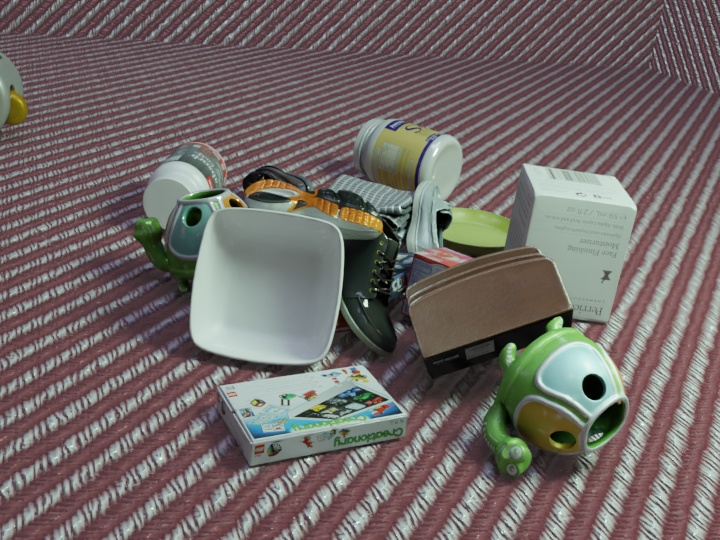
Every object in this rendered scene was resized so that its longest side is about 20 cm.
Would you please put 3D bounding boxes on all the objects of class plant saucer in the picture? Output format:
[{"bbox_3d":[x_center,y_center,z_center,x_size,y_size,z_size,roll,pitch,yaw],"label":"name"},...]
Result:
[{"bbox_3d":[0.210,-0.070,1.709,0.197,0.031,0.200,5,24,-2],"label":"plant saucer"}]

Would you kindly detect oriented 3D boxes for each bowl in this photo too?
[{"bbox_3d":[-0.122,0.025,1.231,0.197,0.202,0.075,8,-7,4],"label":"bowl"}]

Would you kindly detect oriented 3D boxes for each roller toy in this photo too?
[{"bbox_3d":[-0.818,-0.374,1.918,0.181,0.201,0.140,-28,22,8],"label":"roller toy"}]

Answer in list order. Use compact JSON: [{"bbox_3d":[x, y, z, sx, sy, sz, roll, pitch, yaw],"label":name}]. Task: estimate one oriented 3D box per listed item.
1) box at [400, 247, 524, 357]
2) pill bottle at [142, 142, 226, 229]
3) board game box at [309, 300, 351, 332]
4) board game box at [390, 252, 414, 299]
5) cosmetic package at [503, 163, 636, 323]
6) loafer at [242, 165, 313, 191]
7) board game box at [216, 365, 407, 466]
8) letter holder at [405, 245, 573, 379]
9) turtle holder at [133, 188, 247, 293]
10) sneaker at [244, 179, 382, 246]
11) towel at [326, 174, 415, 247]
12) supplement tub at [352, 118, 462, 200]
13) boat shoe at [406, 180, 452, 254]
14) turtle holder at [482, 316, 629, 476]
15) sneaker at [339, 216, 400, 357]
[{"bbox_3d":[0.171,0.045,1.339,0.199,0.101,0.095,22,19,32],"label":"box"},{"bbox_3d":[-0.316,-0.150,1.634,0.114,0.117,0.200,8,24,2],"label":"pill bottle"},{"bbox_3d":[-0.067,0.004,1.334,0.102,0.019,0.201,-2,53,-49],"label":"board game box"},{"bbox_3d":[0.000,0.000,1.434,0.198,0.035,0.135,8,20,34],"label":"board game box"},{"bbox_3d":[0.330,-0.046,1.477,0.163,0.202,0.165,7,23,0],"label":"cosmetic package"},{"bbox_3d":[-0.171,-0.158,1.721,0.063,0.073,0.199,-12,18,-40],"label":"loafer"},{"bbox_3d":[-0.059,0.168,1.086,0.198,0.035,0.126,-5,26,-26],"label":"board game box"},{"bbox_3d":[0.161,0.035,1.200,0.198,0.101,0.143,-18,68,4],"label":"letter holder"},{"bbox_3d":[-0.238,-0.052,1.383,0.184,0.133,0.140,8,26,43],"label":"turtle holder"},{"bbox_3d":[-0.068,-0.065,1.288,0.198,0.093,0.076,12,36,3],"label":"sneaker"},{"bbox_3d":[0.016,-0.111,1.649,0.164,0.086,0.200,16,18,9],"label":"towel"},{"bbox_3d":[0.098,-0.234,1.906,0.199,0.147,0.145,23,28,31],"label":"supplement tub"},{"bbox_3d":[0.131,-0.088,1.617,0.071,0.070,0.202,-7,42,20],"label":"boat shoe"},{"bbox_3d":[0.230,0.152,1.076,0.184,0.142,0.132,-9,33,-37],"label":"turtle holder"},{"bbox_3d":[0.022,0.017,1.285,0.075,0.106,0.201,24,34,-52],"label":"sneaker"}]
